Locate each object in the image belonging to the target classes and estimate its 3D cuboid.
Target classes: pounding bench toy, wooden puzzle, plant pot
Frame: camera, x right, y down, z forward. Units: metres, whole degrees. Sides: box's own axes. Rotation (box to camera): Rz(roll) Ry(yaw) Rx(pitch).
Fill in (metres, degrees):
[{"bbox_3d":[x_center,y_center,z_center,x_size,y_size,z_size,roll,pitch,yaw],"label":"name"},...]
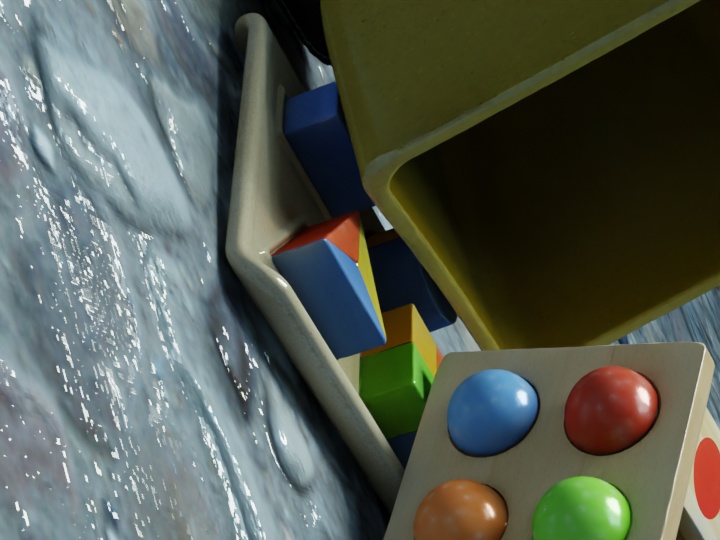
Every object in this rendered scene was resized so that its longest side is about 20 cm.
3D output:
[{"bbox_3d":[0.086,0.147,0.895,0.156,0.124,0.201,55,42,-41],"label":"pounding bench toy"},{"bbox_3d":[0.000,0.000,0.971,0.200,0.046,0.186,-95,159,-52],"label":"wooden puzzle"},{"bbox_3d":[0.091,-0.105,1.019,0.196,0.194,0.200,53,12,-50],"label":"plant pot"}]

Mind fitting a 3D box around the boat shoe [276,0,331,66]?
[{"bbox_3d":[-0.039,-0.171,1.065,0.061,0.072,0.202,-48,141,-26],"label":"boat shoe"}]
